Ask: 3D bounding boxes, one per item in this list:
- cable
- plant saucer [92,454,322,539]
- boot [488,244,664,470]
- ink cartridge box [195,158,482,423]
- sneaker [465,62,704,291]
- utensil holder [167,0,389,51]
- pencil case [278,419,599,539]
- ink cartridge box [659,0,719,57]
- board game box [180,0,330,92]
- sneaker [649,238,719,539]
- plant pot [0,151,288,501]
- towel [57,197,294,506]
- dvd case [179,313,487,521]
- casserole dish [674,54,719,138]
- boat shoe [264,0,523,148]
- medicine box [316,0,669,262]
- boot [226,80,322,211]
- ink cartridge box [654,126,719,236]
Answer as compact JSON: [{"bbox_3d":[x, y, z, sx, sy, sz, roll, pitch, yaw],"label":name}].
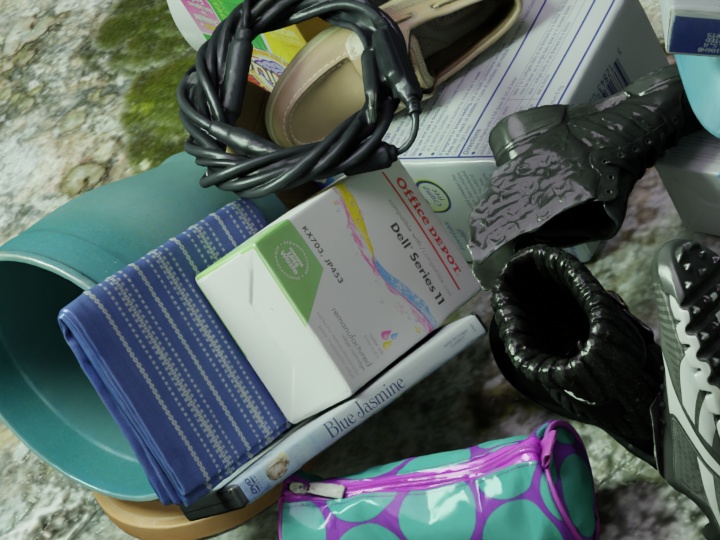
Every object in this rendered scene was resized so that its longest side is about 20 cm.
[{"bbox_3d":[-0.045,-0.121,1.614,0.163,0.051,0.200,-25,45,4],"label":"cable"},{"bbox_3d":[-0.104,0.103,1.693,0.200,0.032,0.200,-20,37,16],"label":"plant saucer"},{"bbox_3d":[0.120,0.038,1.481,0.211,0.158,0.079,28,85,49],"label":"boot"},{"bbox_3d":[0.000,0.000,1.577,0.067,0.117,0.200,-30,5,43],"label":"ink cartridge box"},{"bbox_3d":[0.157,-0.062,1.550,0.200,0.060,0.104,-15,56,0],"label":"sneaker"},{"bbox_3d":[-0.034,-0.242,1.930,0.200,0.170,0.170,5,50,44],"label":"utensil holder"},{"bbox_3d":[0.045,0.148,1.478,0.200,0.092,0.085,-14,41,23],"label":"pencil case"},{"bbox_3d":[0.288,-0.197,1.546,0.196,0.043,0.200,4,36,1],"label":"ink cartridge box"},{"bbox_3d":[-0.052,-0.163,1.820,0.040,0.200,0.153,-47,38,-19],"label":"board game box"},{"bbox_3d":[0.196,0.080,1.377,0.090,0.200,0.066,-15,15,43],"label":"sneaker"},{"bbox_3d":[-0.139,0.021,1.639,0.200,0.200,0.188,4,37,40],"label":"plant pot"},{"bbox_3d":[-0.095,0.049,1.529,0.024,0.145,0.200,-29,4,41],"label":"towel"},{"bbox_3d":[-0.020,0.096,1.558,0.200,0.018,0.143,-35,3,-20],"label":"dvd case"},{"bbox_3d":[0.264,-0.146,1.544,0.121,0.039,0.200,-1,41,-5],"label":"casserole dish"},{"bbox_3d":[0.022,-0.147,1.680,0.200,0.071,0.065,-38,36,-9],"label":"boat shoe"},{"bbox_3d":[0.096,-0.104,1.723,0.200,0.103,0.182,1,47,38],"label":"medicine box"},{"bbox_3d":[-0.104,-0.068,1.755,0.155,0.200,0.073,-5,62,34],"label":"boot"},{"bbox_3d":[0.301,-0.111,1.607,0.115,0.068,0.200,14,57,45],"label":"ink cartridge box"}]
